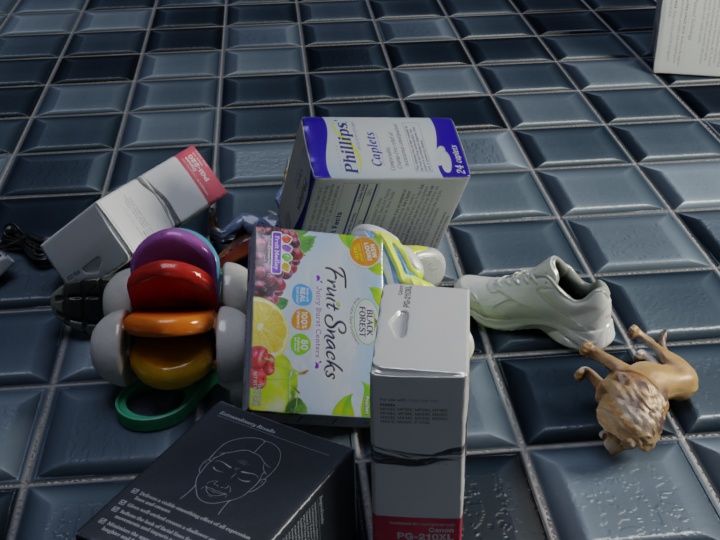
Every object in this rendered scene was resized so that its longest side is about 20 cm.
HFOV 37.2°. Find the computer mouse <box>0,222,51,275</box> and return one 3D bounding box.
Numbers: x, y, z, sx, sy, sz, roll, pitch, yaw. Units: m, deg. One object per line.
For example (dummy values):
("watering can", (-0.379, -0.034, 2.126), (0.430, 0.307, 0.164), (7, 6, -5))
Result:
("computer mouse", (-0.495, -0.004, 1.393), (0.109, 0.044, 0.200), (22, 31, 27))

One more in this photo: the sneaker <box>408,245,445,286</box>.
("sneaker", (0.000, 0.000, 1.316), (0.199, 0.076, 0.105), (-15, 32, -21))

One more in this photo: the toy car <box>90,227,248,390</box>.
("toy car", (-0.203, 0.030, 1.168), (0.174, 0.150, 0.200), (-3, 33, -1))

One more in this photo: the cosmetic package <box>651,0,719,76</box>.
("cosmetic package", (0.669, -0.475, 2.048), (0.199, 0.166, 0.165), (5, 31, 10))

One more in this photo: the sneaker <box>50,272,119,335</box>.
("sneaker", (-0.273, 0.035, 1.302), (0.199, 0.076, 0.079), (-1, 15, -14))

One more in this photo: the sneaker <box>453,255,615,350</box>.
("sneaker", (0.206, 0.022, 1.261), (0.199, 0.100, 0.078), (12, 32, 22))

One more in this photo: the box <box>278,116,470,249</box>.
("box", (0.011, -0.097, 1.350), (0.199, 0.184, 0.105), (-2, 55, -17))

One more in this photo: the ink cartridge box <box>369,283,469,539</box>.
("ink cartridge box", (0.055, 0.133, 0.971), (0.084, 0.201, 0.145), (2, 30, 5))

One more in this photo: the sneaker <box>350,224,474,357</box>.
("sneaker", (0.034, 0.042, 1.195), (0.105, 0.076, 0.200), (-35, 76, -26))

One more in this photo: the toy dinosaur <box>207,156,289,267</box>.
("toy dinosaur", (-0.115, -0.045, 1.454), (0.181, 0.105, 0.201), (8, 63, -3))

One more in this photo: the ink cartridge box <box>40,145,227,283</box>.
("ink cartridge box", (-0.292, -0.066, 1.385), (0.145, 0.085, 0.200), (-29, 11, 40))

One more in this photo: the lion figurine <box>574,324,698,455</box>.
("lion figurine", (0.304, 0.118, 1.121), (0.199, 0.073, 0.122), (-19, 41, -36))

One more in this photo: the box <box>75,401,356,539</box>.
("box", (-0.115, 0.224, 0.911), (0.148, 0.107, 0.200), (15, 34, 27))

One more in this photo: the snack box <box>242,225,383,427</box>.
("snack box", (-0.048, 0.059, 1.120), (0.142, 0.053, 0.201), (5, 67, -14))

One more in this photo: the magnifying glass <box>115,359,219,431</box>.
("magnifying glass", (-0.179, 0.120, 1.182), (0.200, 0.022, 0.079), (-25, 37, -36))
